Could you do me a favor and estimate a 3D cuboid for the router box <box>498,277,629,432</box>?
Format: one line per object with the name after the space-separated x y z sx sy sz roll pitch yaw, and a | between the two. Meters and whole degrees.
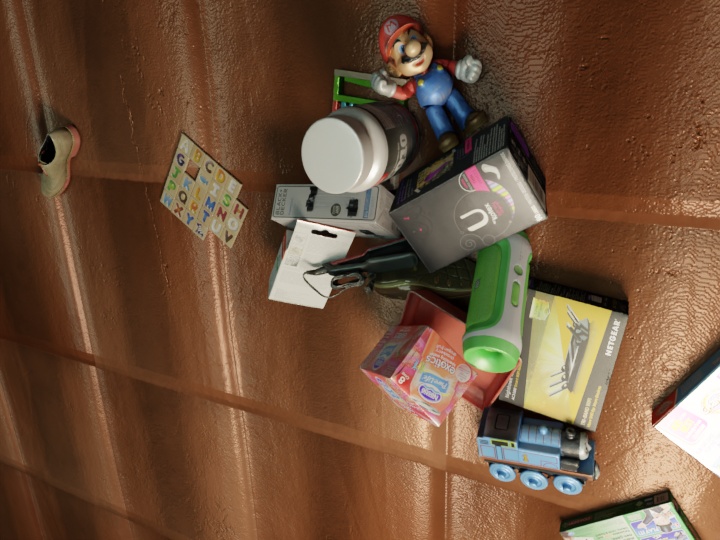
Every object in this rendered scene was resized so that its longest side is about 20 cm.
0.310 0.128 0.855 0.153 0.052 0.206 14 114 23 | router box

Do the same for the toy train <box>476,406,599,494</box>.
0.284 0.292 0.897 0.194 0.087 0.117 2 127 28 | toy train

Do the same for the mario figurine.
0.095 -0.274 0.786 0.202 0.123 0.105 53 146 -5 | mario figurine

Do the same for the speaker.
0.198 0.037 0.794 0.086 0.205 0.089 12 149 8 | speaker

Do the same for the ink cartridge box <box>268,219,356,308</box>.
-0.088 -0.021 0.961 0.106 0.051 0.202 10 135 -17 | ink cartridge box

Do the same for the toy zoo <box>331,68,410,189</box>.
0.009 -0.216 0.909 0.128 0.020 0.206 16 115 22 | toy zoo

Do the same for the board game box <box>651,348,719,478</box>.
0.545 0.226 0.774 0.198 0.040 0.155 38 121 11 | board game box

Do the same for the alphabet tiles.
-0.315 -0.146 1.116 0.199 0.008 0.169 40 121 10 | alphabet tiles

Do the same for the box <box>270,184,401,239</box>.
-0.037 -0.097 0.914 0.194 0.116 0.062 4 82 27 | box

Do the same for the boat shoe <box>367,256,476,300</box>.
0.110 0.018 0.921 0.194 0.073 0.068 2 142 22 | boat shoe

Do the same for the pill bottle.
0.004 -0.178 0.794 0.111 0.199 0.118 9 113 23 | pill bottle

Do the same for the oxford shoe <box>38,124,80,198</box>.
-0.701 -0.242 1.245 0.070 0.075 0.202 40 122 7 | oxford shoe

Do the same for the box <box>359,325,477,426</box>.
0.079 0.152 0.842 0.103 0.095 0.200 44 167 -6 | box

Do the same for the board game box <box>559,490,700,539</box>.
0.453 0.458 0.914 0.198 0.029 0.136 -34 91 33 | board game box

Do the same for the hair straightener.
0.000 0.000 0.899 0.193 0.079 0.041 -11 140 4 | hair straightener

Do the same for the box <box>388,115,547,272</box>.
0.156 -0.106 0.803 0.197 0.107 0.123 -27 115 33 | box

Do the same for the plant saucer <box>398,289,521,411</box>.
0.154 0.127 0.910 0.197 0.037 0.202 31 146 15 | plant saucer
